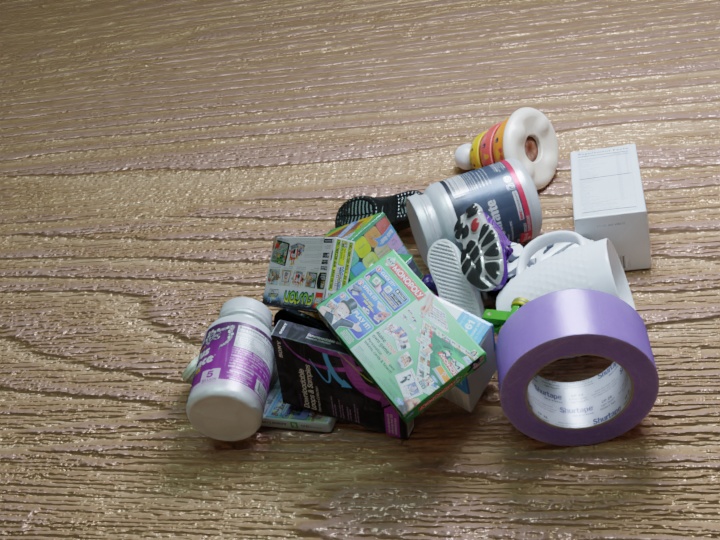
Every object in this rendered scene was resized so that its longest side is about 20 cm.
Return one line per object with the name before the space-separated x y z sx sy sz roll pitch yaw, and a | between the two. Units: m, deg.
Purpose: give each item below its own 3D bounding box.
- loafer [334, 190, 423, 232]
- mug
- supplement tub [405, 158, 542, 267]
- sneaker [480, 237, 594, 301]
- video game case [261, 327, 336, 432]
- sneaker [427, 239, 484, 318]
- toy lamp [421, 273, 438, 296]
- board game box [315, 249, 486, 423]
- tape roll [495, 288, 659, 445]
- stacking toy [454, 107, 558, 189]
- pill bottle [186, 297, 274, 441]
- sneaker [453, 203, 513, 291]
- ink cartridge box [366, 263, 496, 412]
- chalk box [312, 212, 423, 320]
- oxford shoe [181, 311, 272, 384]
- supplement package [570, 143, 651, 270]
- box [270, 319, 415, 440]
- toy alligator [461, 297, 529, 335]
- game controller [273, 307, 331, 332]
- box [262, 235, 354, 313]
loafer | 0.042 -0.090 1.856 0.198 0.071 0.074 -4 65 35
mug | 0.287 0.030 1.495 0.174 0.148 0.202 -18 53 20
supplement tub | 0.187 -0.093 1.727 0.198 0.141 0.141 -19 34 -4
sneaker | 0.273 0.014 1.600 0.197 0.080 0.130 4 40 26
video game case | -0.093 0.162 1.589 0.180 0.022 0.201 1 37 23
sneaker | 0.163 0.048 1.594 0.073 0.082 0.202 -26 58 29
toy lamp | 0.074 0.084 1.601 0.058 0.059 0.200 6 39 29
board game box | 0.051 0.082 1.361 0.134 0.029 0.200 -35 61 -11
tape roll | 0.273 0.126 1.333 0.198 0.201 0.085 -8 38 10
stacking toy | 0.249 -0.211 1.913 0.199 0.147 0.146 -5 31 49
pill bottle | -0.184 0.138 1.529 0.111 0.113 0.201 -7 42 12
sneaker | 0.199 -0.033 1.567 0.081 0.083 0.201 -54 19 26
ink cartridge box | 0.084 0.093 1.450 0.199 0.145 0.085 26 69 22
chalk box | 0.000 0.000 1.619 0.125 0.125 0.199 -41 13 -32
oxford shoe | -0.201 0.129 1.652 0.058 0.075 0.200 43 46 5
supplement package | 0.400 -0.101 1.680 0.112 0.110 0.201 -6 36 14
box | -0.023 0.151 1.440 0.198 0.144 0.036 14 45 21
toy alligator | 0.210 0.076 1.420 0.199 0.054 0.060 -3 46 43
game controller | -0.046 0.124 1.508 0.199 0.105 0.042 21 30 34
box | -0.081 0.006 1.556 0.034 0.111 0.199 12 -4 -30
